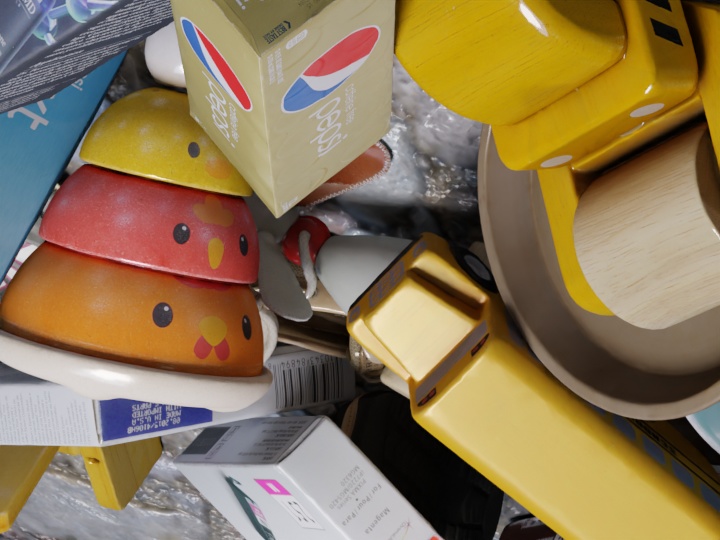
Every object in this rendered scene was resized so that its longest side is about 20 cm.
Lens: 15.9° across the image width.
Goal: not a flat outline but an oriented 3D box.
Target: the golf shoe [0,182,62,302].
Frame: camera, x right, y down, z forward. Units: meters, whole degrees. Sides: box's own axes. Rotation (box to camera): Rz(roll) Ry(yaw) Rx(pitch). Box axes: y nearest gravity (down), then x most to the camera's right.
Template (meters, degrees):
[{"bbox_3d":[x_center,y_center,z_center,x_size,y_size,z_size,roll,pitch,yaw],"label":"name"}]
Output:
[{"bbox_3d":[-0.183,-0.019,1.451,0.200,0.077,0.088,21,141,0],"label":"golf shoe"}]

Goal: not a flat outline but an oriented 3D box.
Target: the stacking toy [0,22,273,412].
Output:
[{"bbox_3d":[-0.100,-0.039,1.267,0.146,0.200,0.146,11,-175,-1],"label":"stacking toy"}]

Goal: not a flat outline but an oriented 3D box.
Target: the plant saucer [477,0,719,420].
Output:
[{"bbox_3d":[0.129,-0.033,1.159,0.029,0.200,0.200,-8,170,-39],"label":"plant saucer"}]

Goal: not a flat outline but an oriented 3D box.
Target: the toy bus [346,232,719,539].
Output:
[{"bbox_3d":[0.086,0.071,1.255,0.200,0.078,0.065,39,109,-17],"label":"toy bus"}]

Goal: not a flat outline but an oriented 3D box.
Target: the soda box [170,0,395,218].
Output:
[{"bbox_3d":[-0.030,-0.091,1.033,0.064,0.068,0.200,50,170,13],"label":"soda box"}]

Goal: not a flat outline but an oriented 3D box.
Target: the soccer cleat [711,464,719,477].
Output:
[{"bbox_3d":[0.217,0.135,1.350,0.200,0.086,0.070,22,135,4],"label":"soccer cleat"}]

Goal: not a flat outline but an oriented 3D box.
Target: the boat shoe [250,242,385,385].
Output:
[{"bbox_3d":[0.014,0.033,1.409,0.200,0.065,0.071,16,148,11],"label":"boat shoe"}]

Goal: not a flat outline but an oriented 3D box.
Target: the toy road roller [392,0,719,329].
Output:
[{"bbox_3d":[0.093,-0.079,1.052,0.146,0.200,0.123,-4,164,-38],"label":"toy road roller"}]

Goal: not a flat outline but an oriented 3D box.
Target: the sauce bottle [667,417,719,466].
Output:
[{"bbox_3d":[0.180,0.103,1.411,0.065,0.065,0.200,29,147,-11],"label":"sauce bottle"}]

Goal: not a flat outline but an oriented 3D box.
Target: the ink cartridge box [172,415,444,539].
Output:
[{"bbox_3d":[-0.007,0.154,1.442,0.174,0.044,0.200,48,163,-11],"label":"ink cartridge box"}]

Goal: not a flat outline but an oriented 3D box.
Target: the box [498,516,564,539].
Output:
[{"bbox_3d":[0.181,0.261,1.556,0.166,0.164,0.200,-16,132,45],"label":"box"}]

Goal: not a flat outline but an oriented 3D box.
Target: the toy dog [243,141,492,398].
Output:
[{"bbox_3d":[0.000,0.000,1.330,0.200,0.132,0.096,10,170,2],"label":"toy dog"}]

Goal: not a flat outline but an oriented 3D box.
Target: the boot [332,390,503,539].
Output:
[{"bbox_3d":[-0.013,0.116,1.514,0.138,0.078,0.200,10,160,26],"label":"boot"}]

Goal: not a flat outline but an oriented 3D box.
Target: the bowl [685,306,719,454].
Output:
[{"bbox_3d":[0.256,0.029,1.212,0.201,0.105,0.201,16,148,11],"label":"bowl"}]

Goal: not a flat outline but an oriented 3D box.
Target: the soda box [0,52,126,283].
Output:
[{"bbox_3d":[-0.192,-0.042,1.294,0.068,0.200,0.064,29,147,-6],"label":"soda box"}]

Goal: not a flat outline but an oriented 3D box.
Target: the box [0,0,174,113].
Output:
[{"bbox_3d":[-0.137,-0.163,1.080,0.200,0.107,0.149,-27,89,39],"label":"box"}]

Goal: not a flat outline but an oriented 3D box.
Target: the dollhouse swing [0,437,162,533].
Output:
[{"bbox_3d":[-0.255,0.120,1.610,0.200,0.176,0.182,13,147,14],"label":"dollhouse swing"}]

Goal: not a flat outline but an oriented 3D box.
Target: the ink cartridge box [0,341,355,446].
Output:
[{"bbox_3d":[-0.140,0.068,1.455,0.200,0.043,0.196,-4,-176,44],"label":"ink cartridge box"}]
